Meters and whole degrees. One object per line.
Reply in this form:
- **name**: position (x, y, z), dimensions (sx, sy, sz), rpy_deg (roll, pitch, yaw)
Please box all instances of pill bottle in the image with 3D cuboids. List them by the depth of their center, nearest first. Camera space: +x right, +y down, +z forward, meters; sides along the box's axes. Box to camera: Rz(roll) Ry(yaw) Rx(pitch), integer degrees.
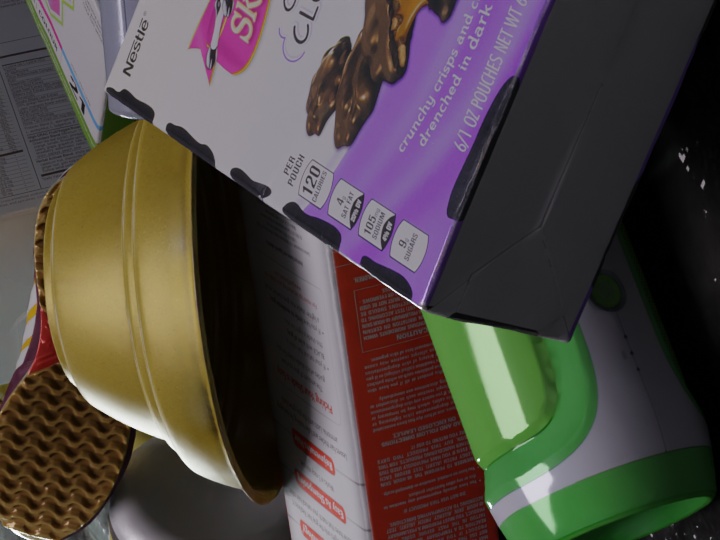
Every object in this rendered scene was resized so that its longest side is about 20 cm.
- **pill bottle**: position (-0.081, 0.186, 1.356), dimensions (0.109, 0.109, 0.200), rpy_deg (-124, 28, -42)

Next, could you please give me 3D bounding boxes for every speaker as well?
- **speaker**: position (0.059, 0.001, 0.910), dimensions (0.088, 0.088, 0.201), rpy_deg (127, 126, -64)

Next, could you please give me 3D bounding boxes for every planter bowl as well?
- **planter bowl**: position (-0.086, 0.004, 1.096), dimensions (0.200, 0.083, 0.201), rpy_deg (-5, -90, -79)

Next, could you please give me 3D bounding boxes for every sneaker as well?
- **sneaker**: position (-0.141, 0.039, 1.298), dimensions (0.090, 0.075, 0.201), rpy_deg (-76, 0, -77)

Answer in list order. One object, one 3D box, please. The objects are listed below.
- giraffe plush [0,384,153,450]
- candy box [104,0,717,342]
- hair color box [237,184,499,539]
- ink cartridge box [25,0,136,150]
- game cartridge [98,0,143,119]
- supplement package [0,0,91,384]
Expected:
- **giraffe plush**: position (-0.211, 0.057, 1.534), dimensions (0.173, 0.162, 0.201), rpy_deg (-151, 50, -63)
- **candy box**: position (0.018, -0.095, 0.838), dimensions (0.200, 0.071, 0.168), rpy_deg (34, 106, 47)
- **hair color box**: position (0.005, 0.055, 1.060), dimensions (0.101, 0.061, 0.201), rpy_deg (-149, 49, -62)
- **ink cartridge box**: position (-0.110, -0.173, 1.181), dimensions (0.200, 0.076, 0.148), rpy_deg (107, 141, -60)
- **game cartridge**: position (-0.050, -0.141, 0.992), dimensions (0.041, 0.200, 0.133), rpy_deg (4, 118, 21)
- **supplement package**: position (-0.203, -0.063, 1.428), dimensions (0.152, 0.150, 0.200), rpy_deg (95, 156, -52)
